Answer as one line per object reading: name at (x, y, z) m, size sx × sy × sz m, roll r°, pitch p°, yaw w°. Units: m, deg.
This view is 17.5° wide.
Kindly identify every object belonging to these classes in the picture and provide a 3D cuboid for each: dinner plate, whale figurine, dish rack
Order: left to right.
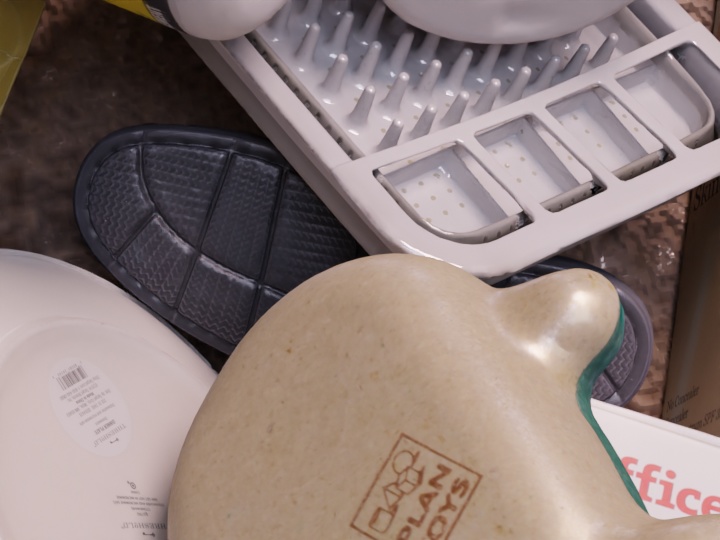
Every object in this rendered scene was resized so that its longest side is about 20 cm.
dinner plate at (-0.069, 0.078, 0.694) m, size 0.200 × 0.024 × 0.201 m, roll 37°, pitch 34°, yaw -30°
dish rack at (0.021, -0.078, 0.775) m, size 0.171 × 0.044 × 0.200 m, roll -24°, pitch 64°, yaw -36°
whale figurine at (0.037, 0.078, 0.646) m, size 0.104 × 0.199 × 0.160 m, roll 36°, pitch 80°, yaw -44°

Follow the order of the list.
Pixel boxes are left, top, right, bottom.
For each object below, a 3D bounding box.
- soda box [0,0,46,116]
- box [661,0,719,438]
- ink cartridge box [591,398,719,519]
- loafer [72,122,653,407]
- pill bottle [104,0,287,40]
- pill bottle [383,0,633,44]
soda box at (-0.197, -0.091, 0.680) m, size 0.199 × 0.064 × 0.068 m, roll 20°, pitch 99°, yaw -30°
box at (0.165, -0.026, 0.812) m, size 0.077 × 0.095 × 0.202 m, roll 13°, pitch 71°, yaw -10°
ink cartridge box at (0.088, 0.157, 0.747) m, size 0.145 × 0.084 × 0.202 m, roll 18°, pitch 71°, yaw -9°
loafer at (0.000, 0.000, 0.788) m, size 0.198 × 0.063 × 0.072 m, roll 18°, pitch 102°, yaw -5°
pill bottle at (-0.104, -0.149, 0.671) m, size 0.199 × 0.112 × 0.113 m, roll 23°, pitch 70°, yaw 16°
pill bottle at (0.035, -0.182, 0.764) m, size 0.113 × 0.114 × 0.201 m, roll -3°, pitch 51°, yaw -15°
